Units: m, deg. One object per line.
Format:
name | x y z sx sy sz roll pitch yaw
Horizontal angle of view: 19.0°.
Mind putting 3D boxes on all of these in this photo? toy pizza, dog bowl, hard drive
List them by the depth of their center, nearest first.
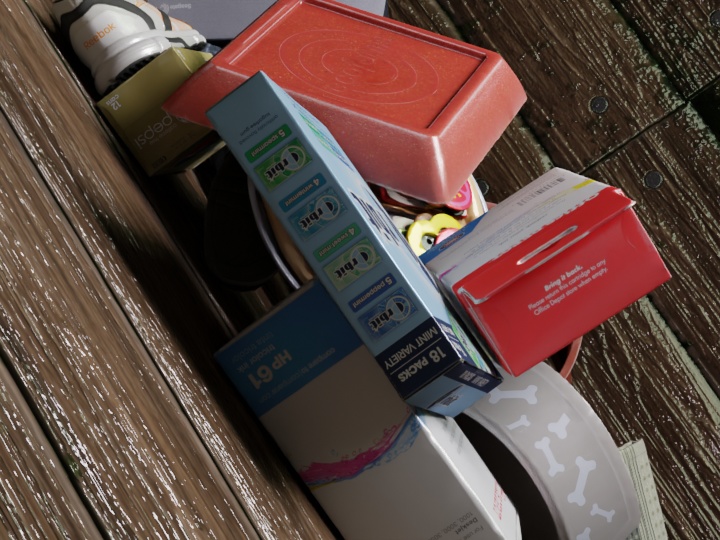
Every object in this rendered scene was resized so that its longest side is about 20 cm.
dog bowl | 0.093 0.145 1.431 0.200 0.059 0.200 32 -41 34
toy pizza | 0.015 -0.042 1.441 0.200 0.032 0.200 18 55 -28
hard drive | -0.075 -0.192 1.824 0.135 0.200 0.042 82 7 -71

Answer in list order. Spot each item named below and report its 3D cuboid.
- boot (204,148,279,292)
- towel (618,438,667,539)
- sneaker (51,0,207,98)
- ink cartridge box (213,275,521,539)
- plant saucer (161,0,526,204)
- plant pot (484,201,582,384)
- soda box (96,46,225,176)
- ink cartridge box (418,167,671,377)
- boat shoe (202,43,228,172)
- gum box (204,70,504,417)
boot | -0.066 -0.040 1.515 0.154 0.073 0.204 104 0 -55
towel | 0.211 0.253 1.805 0.193 0.035 0.200 -17 94 -56
sneaker | -0.166 -0.172 1.545 0.080 0.074 0.200 52 4 0
ink cartridge box | 0.008 0.102 1.308 0.200 0.085 0.145 53 6 -1
plant saucer | -0.003 -0.127 1.437 0.200 0.037 0.200 19 30 12
plant pot | 0.092 0.070 1.781 0.201 0.201 0.195 57 -3 22
soda box | -0.127 -0.113 1.537 0.064 0.068 0.200 53 5 0
ink cartridge box | 0.113 0.000 1.327 0.067 0.116 0.200 58 -2 -11
boat shoe | -0.112 -0.110 1.711 0.200 0.091 0.071 -82 -175 -51
gum box | 0.000 -0.010 1.256 0.200 0.045 0.170 54 5 12
